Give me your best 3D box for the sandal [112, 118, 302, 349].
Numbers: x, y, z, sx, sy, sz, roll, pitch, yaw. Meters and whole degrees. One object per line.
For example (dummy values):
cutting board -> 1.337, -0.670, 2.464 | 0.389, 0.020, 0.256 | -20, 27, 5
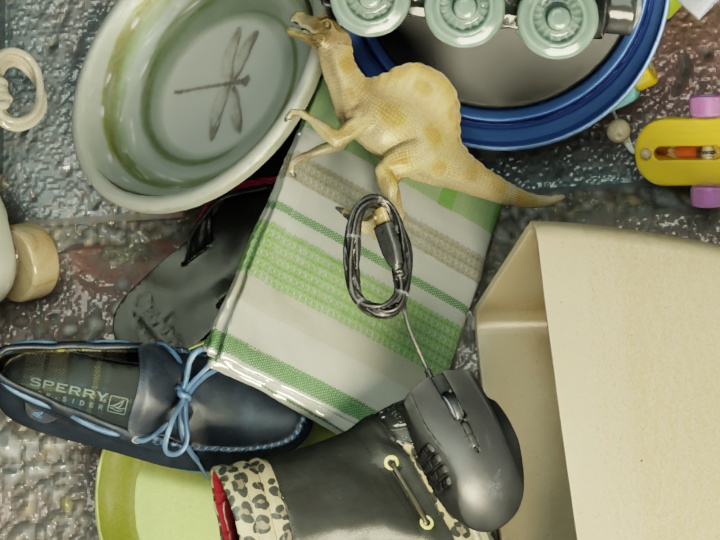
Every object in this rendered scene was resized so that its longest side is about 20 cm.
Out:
sandal -> -0.075, -0.017, 1.294 | 0.075, 0.045, 0.200 | 43, 84, 15

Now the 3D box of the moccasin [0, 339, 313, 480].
moccasin -> -0.128, 0.081, 1.228 | 0.199, 0.068, 0.081 | 2, 73, 2

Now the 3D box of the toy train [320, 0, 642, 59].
toy train -> 0.062, -0.183, 1.158 | 0.199, 0.085, 0.115 | 7, 100, 2

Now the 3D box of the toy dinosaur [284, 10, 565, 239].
toy dinosaur -> 0.026, -0.067, 1.204 | 0.200, 0.058, 0.101 | 37, 93, -13

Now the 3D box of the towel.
towel -> 0.000, 0.000, 1.248 | 0.149, 0.031, 0.201 | 30, 64, -20

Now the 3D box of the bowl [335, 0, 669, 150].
bowl -> 0.083, -0.172, 1.221 | 0.199, 0.039, 0.202 | 1, 112, 2

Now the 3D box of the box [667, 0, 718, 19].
box -> 0.184, -0.257, 1.327 | 0.122, 0.048, 0.200 | -44, 76, -5

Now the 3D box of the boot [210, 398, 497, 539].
boot -> 0.005, 0.182, 1.182 | 0.153, 0.073, 0.205 | -15, 94, -18

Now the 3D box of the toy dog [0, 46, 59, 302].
toy dog -> -0.268, -0.048, 1.301 | 0.096, 0.131, 0.201 | -24, 64, 39

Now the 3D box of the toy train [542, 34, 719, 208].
toy train -> 0.203, -0.126, 1.271 | 0.199, 0.056, 0.151 | 27, 105, 11

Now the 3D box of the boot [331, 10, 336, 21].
boot -> 0.047, -0.185, 1.318 | 0.199, 0.075, 0.098 | 6, 85, 18

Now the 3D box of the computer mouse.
computer mouse -> 0.041, 0.050, 1.154 | 0.058, 0.034, 0.201 | -23, 86, -17

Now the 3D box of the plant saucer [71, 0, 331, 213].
plant saucer -> -0.092, -0.120, 1.297 | 0.199, 0.050, 0.201 | -17, 57, 28

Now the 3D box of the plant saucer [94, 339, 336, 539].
plant saucer -> -0.062, 0.137, 1.260 | 0.199, 0.031, 0.201 | -1, 74, 5

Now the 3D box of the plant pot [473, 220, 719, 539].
plant pot -> 0.176, 0.087, 1.173 | 0.176, 0.200, 0.201 | -5, 75, -8
